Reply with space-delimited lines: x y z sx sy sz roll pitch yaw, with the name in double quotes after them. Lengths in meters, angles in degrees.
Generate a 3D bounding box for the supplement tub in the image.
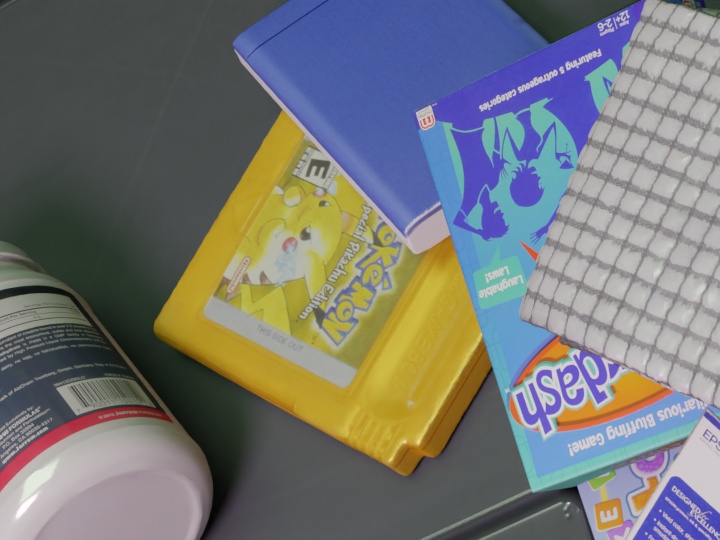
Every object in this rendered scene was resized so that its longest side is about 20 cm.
-0.185 0.089 1.323 0.140 0.140 0.200 -46 52 4 "supplement tub"

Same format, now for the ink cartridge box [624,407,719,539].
0.152 0.158 1.071 0.095 0.037 0.200 43 130 24 "ink cartridge box"

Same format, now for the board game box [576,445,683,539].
0.205 0.095 1.145 0.200 0.037 0.151 -28 57 18 "board game box"

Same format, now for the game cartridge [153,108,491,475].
0.000 0.000 1.322 0.200 0.032 0.176 25 82 38 "game cartridge"

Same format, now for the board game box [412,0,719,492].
0.122 -0.012 1.140 0.152 0.045 0.200 -25 77 32 "board game box"

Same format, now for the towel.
0.180 -0.015 1.007 0.200 0.086 0.166 23 87 43 "towel"

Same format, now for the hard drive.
0.030 -0.107 1.331 0.132 0.025 0.200 -35 48 -7 "hard drive"
